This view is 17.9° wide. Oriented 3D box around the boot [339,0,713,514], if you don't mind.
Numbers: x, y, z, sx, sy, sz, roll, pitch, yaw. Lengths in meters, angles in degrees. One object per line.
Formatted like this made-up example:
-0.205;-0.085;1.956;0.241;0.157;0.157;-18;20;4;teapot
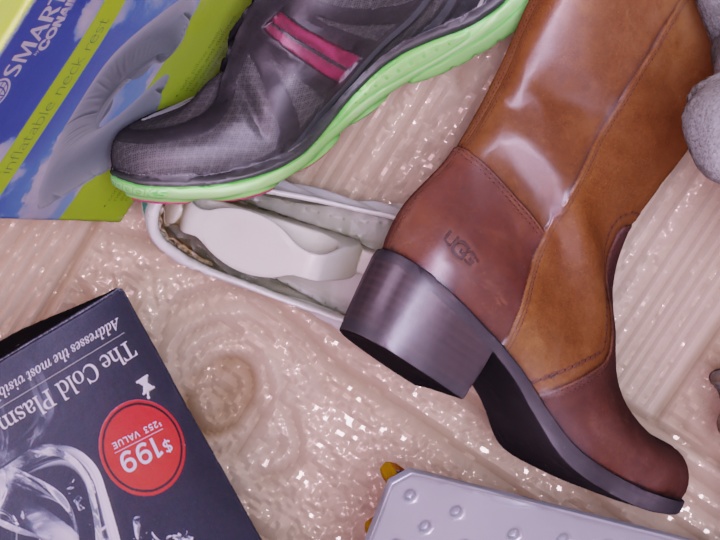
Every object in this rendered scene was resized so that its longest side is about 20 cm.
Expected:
0.105;-0.019;0.928;0.188;0.068;0.200;34;80;-23;boot

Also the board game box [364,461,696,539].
0.066;0.189;0.957;0.199;0.026;0.201;16;104;-21;board game box

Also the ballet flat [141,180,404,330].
0.000;0.000;0.952;0.199;0.069;0.070;16;103;6;ballet flat

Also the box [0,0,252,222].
-0.123;-0.080;0.886;0.048;0.200;0.122;39;105;17;box

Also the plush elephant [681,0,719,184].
0.214;-0.072;0.854;0.154;0.165;0.200;-18;136;20;plush elephant

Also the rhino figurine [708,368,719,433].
0.245;0.072;0.927;0.199;0.060;0.088;-6;91;-1;rhino figurine

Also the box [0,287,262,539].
-0.147;0.137;0.928;0.104;0.200;0.183;-19;102;56;box

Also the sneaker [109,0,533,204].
-0.021;-0.097;0.918;0.200;0.077;0.084;-34;114;-4;sneaker
